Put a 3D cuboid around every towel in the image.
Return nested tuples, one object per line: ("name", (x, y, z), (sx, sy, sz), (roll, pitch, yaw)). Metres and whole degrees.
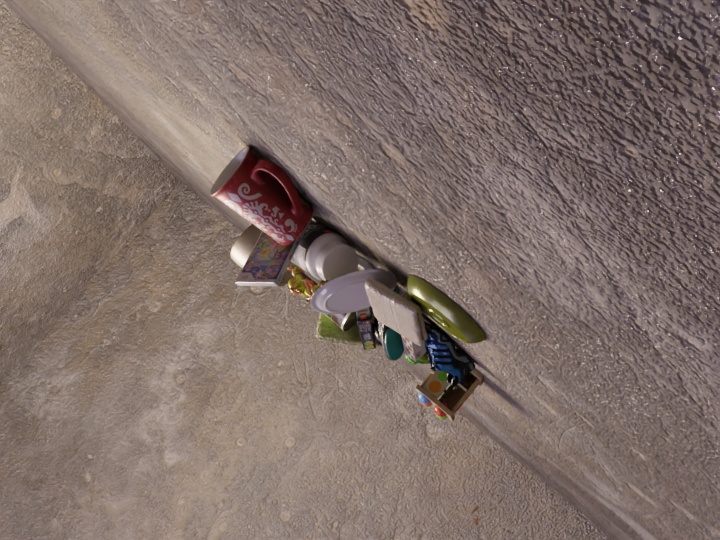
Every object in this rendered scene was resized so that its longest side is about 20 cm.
("towel", (0.081, 0.091, 1.543), (0.132, 0.035, 0.200), (29, 162, 21))
("towel", (-0.027, 0.149, 2.059), (0.198, 0.149, 0.037), (7, 148, -4))

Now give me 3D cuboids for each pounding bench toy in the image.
("pounding bench toy", (0.242, 0.326, 1.959), (0.124, 0.156, 0.200), (38, 173, 18))

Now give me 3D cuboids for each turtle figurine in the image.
("turtle figurine", (-0.106, 0.048, 1.676), (0.160, 0.065, 0.200), (16, -171, -30))

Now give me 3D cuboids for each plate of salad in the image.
("plate of salad", (-0.017, 0.041, 1.579), (0.200, 0.199, 0.048), (54, -164, -62))

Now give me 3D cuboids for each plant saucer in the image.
("plant saucer", (0.163, 0.085, 1.426), (0.200, 0.031, 0.200), (41, 172, 7))

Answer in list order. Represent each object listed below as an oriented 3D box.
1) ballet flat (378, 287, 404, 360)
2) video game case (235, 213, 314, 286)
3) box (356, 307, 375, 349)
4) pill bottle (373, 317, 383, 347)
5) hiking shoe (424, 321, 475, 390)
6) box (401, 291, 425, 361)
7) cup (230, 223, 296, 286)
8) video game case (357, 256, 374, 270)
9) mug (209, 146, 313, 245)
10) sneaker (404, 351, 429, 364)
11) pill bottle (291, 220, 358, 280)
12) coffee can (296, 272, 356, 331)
("ballet flat", (0.071, 0.119, 1.723), (0.064, 0.067, 0.202), (-142, 41, -57))
("video game case", (-0.199, -0.052, 1.650), (0.142, 0.201, 0.018), (-1, 146, 42))
("box", (0.012, 0.118, 1.847), (0.200, 0.034, 0.111), (80, -177, -63))
("pill bottle", (0.089, 0.151, 1.860), (0.112, 0.112, 0.200), (39, 174, 8))
("hiking shoe", (0.192, 0.203, 1.753), (0.200, 0.087, 0.074), (42, 173, -8))
("box", (0.118, 0.134, 1.670), (0.039, 0.041, 0.201), (34, 152, 36))
("cup", (-0.225, -0.044, 1.909), (0.143, 0.200, 0.200), (48, 175, 14))
("video game case", (0.000, 0.000, 1.793), (0.200, 0.023, 0.182), (34, 170, 46))
("mug", (-0.204, -0.151, 1.541), (0.200, 0.134, 0.177), (40, 175, -23))
("sneaker", (0.158, 0.219, 1.865), (0.074, 0.083, 0.200), (51, -169, 7))
("pill bottle", (-0.095, -0.044, 1.661), (0.114, 0.114, 0.200), (46, 171, -37))
("coffee can", (-0.076, 0.051, 2.002), (0.200, 0.147, 0.146), (38, 173, 14))
